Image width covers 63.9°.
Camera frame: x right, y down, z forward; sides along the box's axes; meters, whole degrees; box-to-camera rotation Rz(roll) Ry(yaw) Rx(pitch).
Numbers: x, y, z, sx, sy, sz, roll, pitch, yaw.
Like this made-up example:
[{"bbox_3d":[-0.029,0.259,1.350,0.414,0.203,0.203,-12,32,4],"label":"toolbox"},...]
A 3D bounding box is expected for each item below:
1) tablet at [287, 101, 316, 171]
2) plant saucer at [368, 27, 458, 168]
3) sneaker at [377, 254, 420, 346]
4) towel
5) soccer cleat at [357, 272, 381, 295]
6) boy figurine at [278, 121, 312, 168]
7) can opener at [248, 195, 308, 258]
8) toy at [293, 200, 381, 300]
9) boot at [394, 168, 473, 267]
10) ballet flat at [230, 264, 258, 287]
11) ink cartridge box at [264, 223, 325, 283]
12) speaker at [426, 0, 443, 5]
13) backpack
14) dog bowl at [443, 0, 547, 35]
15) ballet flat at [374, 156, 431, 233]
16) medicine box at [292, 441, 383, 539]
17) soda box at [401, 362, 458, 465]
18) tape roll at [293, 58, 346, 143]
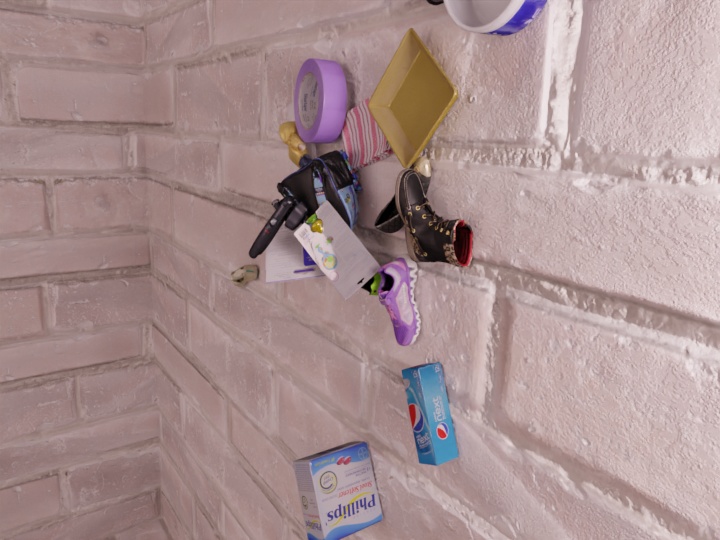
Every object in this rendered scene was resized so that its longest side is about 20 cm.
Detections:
[{"bbox_3d":[-0.166,-0.380,1.627,0.129,0.013,0.205,-5,92,55],"label":"tablet"},{"bbox_3d":[0.113,-0.349,1.186,0.201,0.048,0.202,-54,51,41],"label":"plant saucer"},{"bbox_3d":[0.078,0.070,1.284,0.080,0.087,0.205,4,100,53],"label":"sneaker"},{"bbox_3d":[0.008,-0.325,1.368,0.199,0.029,0.150,-13,85,56],"label":"towel"},{"bbox_3d":[0.000,0.000,1.390,0.199,0.080,0.069,37,125,46],"label":"soccer cleat"},{"bbox_3d":[-0.159,-0.315,1.556,0.125,0.063,0.202,89,156,-66],"label":"boy figurine"},{"bbox_3d":[-0.210,-0.101,1.386,0.079,0.063,0.200,48,114,8],"label":"can opener"},{"bbox_3d":[-0.051,-0.047,1.338,0.115,0.047,0.201,-41,85,15],"label":"toy"},{"bbox_3d":[0.146,-0.100,1.148,0.149,0.072,0.204,18,124,52],"label":"boot"},{"bbox_3d":[-0.421,0.017,2.024,0.199,0.068,0.071,-23,77,55],"label":"ballet flat"},{"bbox_3d":[-0.143,-0.042,1.450,0.044,0.194,0.202,84,179,-47],"label":"ink cartridge box"},{"bbox_3d":[0.111,-0.607,1.124,0.202,0.080,0.082,61,140,29],"label":"speaker"},{"bbox_3d":[-0.079,-0.168,1.407,0.181,0.134,0.203,-22,100,42],"label":"backpack"},{"bbox_3d":[0.230,-0.504,0.968,0.199,0.078,0.205,14,107,54],"label":"dog bowl"},{"bbox_3d":[0.094,-0.156,1.244,0.067,0.056,0.202,57,133,33],"label":"ballet flat"},{"bbox_3d":[-0.058,0.565,1.486,0.102,0.179,0.204,-26,75,54],"label":"medicine box"},{"bbox_3d":[0.148,0.305,1.239,0.064,0.067,0.204,-19,80,54],"label":"soda box"},{"bbox_3d":[-0.105,-0.426,1.462,0.199,0.064,0.205,16,108,61],"label":"tape roll"}]
